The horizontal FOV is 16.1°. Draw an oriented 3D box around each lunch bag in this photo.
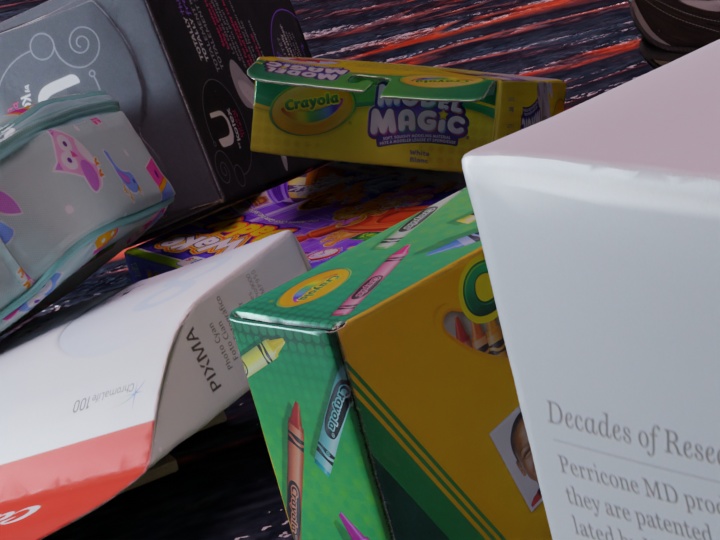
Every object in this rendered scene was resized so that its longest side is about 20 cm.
[{"bbox_3d":[-0.184,0.001,1.120,0.199,0.077,0.160,-34,3,15],"label":"lunch bag"}]

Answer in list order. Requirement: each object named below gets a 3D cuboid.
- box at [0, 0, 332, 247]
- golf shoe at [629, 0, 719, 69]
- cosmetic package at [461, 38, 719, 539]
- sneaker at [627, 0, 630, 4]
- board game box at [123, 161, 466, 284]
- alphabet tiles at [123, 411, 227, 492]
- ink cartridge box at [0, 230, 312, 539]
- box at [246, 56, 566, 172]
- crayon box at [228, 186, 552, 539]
[{"bbox_3d":[-0.099,-0.084,1.270,0.106,0.123,0.200,-21,2,18],"label":"box"},{"bbox_3d":[0.230,-0.146,1.270,0.199,0.095,0.078,-10,56,16],"label":"golf shoe"},{"bbox_3d":[0.155,0.042,0.605,0.167,0.201,0.166,-25,20,-31],"label":"cosmetic package"},{"bbox_3d":[0.237,-0.191,1.439,0.146,0.077,0.202,-34,33,-19],"label":"sneaker"},{"bbox_3d":[0.000,0.000,1.134,0.134,0.045,0.200,-25,19,-27],"label":"board game box"},{"bbox_3d":[-0.162,0.086,1.077,0.199,0.006,0.166,-21,18,-17],"label":"alphabet tiles"},{"bbox_3d":[-0.127,0.058,0.992,0.159,0.048,0.200,-17,11,38],"label":"ink cartridge box"},{"bbox_3d":[0.024,-0.074,1.194,0.116,0.049,0.200,6,4,14],"label":"box"},{"bbox_3d":[0.059,0.032,0.859,0.199,0.120,0.058,-29,21,-35],"label":"crayon box"}]
